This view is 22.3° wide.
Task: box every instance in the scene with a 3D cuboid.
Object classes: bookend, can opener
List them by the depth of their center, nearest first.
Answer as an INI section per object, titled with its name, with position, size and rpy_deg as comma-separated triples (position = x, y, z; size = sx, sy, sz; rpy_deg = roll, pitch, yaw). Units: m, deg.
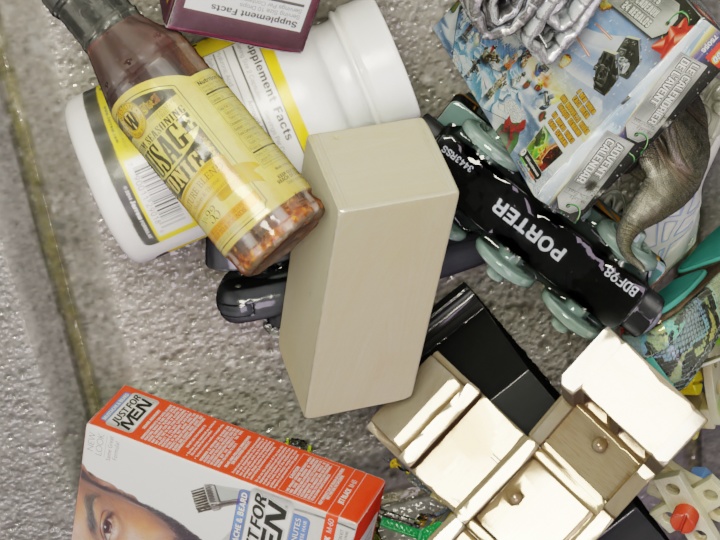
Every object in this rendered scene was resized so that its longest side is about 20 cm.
[can opener]
position = -0.004, -0.003, 1.224
size = 0.199, 0.063, 0.079
rpy_deg = -7, 125, -11
[bookend]
position = 0.123, 0.144, 1.274
size = 0.092, 0.200, 0.199
rpy_deg = -38, 127, 4

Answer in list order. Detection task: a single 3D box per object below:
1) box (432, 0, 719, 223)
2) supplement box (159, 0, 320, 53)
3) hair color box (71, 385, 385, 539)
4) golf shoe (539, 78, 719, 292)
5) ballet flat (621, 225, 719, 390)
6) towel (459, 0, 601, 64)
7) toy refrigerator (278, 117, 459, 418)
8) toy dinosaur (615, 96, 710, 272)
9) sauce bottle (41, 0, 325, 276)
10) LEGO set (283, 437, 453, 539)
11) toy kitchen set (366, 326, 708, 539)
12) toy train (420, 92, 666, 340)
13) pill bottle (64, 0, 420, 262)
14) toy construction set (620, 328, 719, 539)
[box]
position = 0.127, -0.138, 1.082
size = 0.040, 0.200, 0.137
rpy_deg = 29, 113, -34
[supplement box]
position = -0.051, -0.238, 1.017
size = 0.085, 0.111, 0.201
rpy_deg = 9, 121, -21
[hair color box]
position = -0.093, 0.169, 1.253
size = 0.199, 0.064, 0.111
rpy_deg = 19, 119, 14
[golf shoe]
position = 0.204, -0.051, 1.261
size = 0.097, 0.078, 0.200
rpy_deg = 3, 128, -43
[ballet flat]
position = 0.245, 0.021, 1.252
size = 0.200, 0.074, 0.075
rpy_deg = -36, 139, -40
[towel]
position = 0.114, -0.241, 1.031
size = 0.085, 0.166, 0.200
rpy_deg = 22, 115, -23
[toy refrigerator]
position = 0.000, 0.000, 1.122
size = 0.076, 0.070, 0.200
rpy_deg = -11, 142, -17
[toy dinosaur]
position = 0.181, -0.092, 1.124
size = 0.102, 0.201, 0.077
rpy_deg = 12, 139, -28
[sauce bottle]
position = -0.104, -0.089, 1.028
size = 0.066, 0.066, 0.200
rpy_deg = -43, 84, 15
[LEGO set]
position = 0.002, 0.202, 1.337
size = 0.199, 0.116, 0.155
rpy_deg = 8, 104, 15
[toy kitchen set]
position = 0.083, 0.114, 1.132
size = 0.200, 0.163, 0.180
rpy_deg = -47, 169, -2
[toy train]
position = 0.112, -0.036, 1.166
size = 0.200, 0.114, 0.085
rpy_deg = 37, 108, -2
[pill bottle]
position = -0.069, -0.091, 1.113
size = 0.199, 0.111, 0.112
rpy_deg = -23, 127, 0
[toy construction set]
position = 0.221, 0.101, 1.292
size = 0.092, 0.200, 0.132
rpy_deg = -7, 121, 18
